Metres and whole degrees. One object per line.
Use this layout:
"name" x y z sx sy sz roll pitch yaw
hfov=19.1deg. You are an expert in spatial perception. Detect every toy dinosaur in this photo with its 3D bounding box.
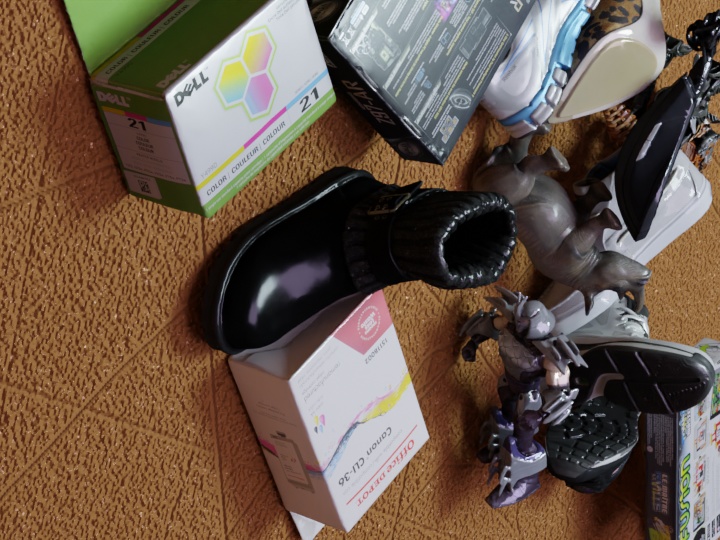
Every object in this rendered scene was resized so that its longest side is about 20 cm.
"toy dinosaur" 0.275 -0.133 1.908 0.136 0.102 0.200 -62 167 12

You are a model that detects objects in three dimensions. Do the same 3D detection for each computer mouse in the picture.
"computer mouse" 0.251 -0.126 1.782 0.140 0.046 0.201 -33 143 -79

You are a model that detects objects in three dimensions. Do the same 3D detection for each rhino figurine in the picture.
"rhino figurine" 0.172 -0.034 1.778 0.200 0.087 0.060 47 24 -22

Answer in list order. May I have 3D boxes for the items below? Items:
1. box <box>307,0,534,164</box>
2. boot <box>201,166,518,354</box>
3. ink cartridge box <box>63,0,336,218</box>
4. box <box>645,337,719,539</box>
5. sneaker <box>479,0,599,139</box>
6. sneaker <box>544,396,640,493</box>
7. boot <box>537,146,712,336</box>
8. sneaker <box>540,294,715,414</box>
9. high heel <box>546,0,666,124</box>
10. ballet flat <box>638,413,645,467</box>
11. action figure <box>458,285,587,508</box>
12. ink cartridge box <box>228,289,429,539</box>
"box" 0.052 -0.206 1.600 0.160 0.043 0.201 43 68 -41
"boot" 0.000 -0.002 1.542 0.211 0.157 0.080 -44 134 -33
"ink cartridge box" -0.110 -0.160 1.413 0.148 0.076 0.201 -45 136 -33
"box" 0.307 0.176 1.994 0.110 0.035 0.201 -33 129 -44
"sneaker" 0.136 -0.212 1.719 0.086 0.075 0.201 31 66 -25
"sneaker" 0.210 0.169 1.910 0.200 0.075 0.088 -33 136 -65
"boot" 0.206 -0.037 1.857 0.200 0.074 0.096 -44 113 -4
"sneaker" 0.234 0.059 1.840 0.115 0.200 0.076 -50 121 -33
"high heel" 0.198 -0.209 1.781 0.200 0.143 0.071 -44 128 -5
"ballet flat" 0.307 0.196 2.073 0.063 0.068 0.201 -76 156 -52
"action figure" 0.132 0.099 1.781 0.069 0.130 0.201 -13 132 -18
"ink cartridge box" -0.016 0.114 1.639 0.117 0.067 0.201 -46 135 -32
